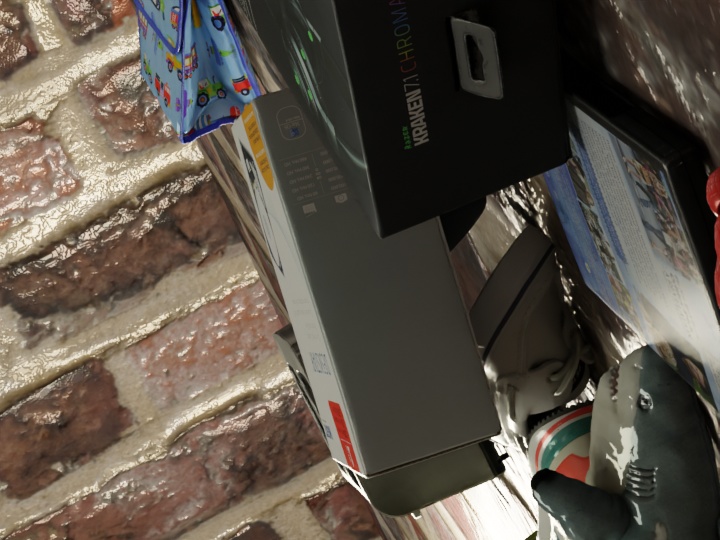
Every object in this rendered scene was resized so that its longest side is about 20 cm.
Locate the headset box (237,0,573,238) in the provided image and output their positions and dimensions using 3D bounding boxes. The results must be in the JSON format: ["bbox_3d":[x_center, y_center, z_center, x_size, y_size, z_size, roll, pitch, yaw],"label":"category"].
[{"bbox_3d":[0.004,-0.140,0.893,0.174,0.093,0.200,77,167,-47],"label":"headset box"}]

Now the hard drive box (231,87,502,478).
[{"bbox_3d":[0.000,0.000,1.157,0.156,0.077,0.201,163,90,-83],"label":"hard drive box"}]

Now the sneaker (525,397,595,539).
[{"bbox_3d":[0.145,0.163,1.223,0.200,0.070,0.094,73,174,-47],"label":"sneaker"}]

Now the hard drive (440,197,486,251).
[{"bbox_3d":[0.017,-0.116,1.214,0.135,0.042,0.200,57,171,40],"label":"hard drive"}]

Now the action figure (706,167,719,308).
[{"bbox_3d":[0.155,0.033,0.681,0.066,0.052,0.200,77,170,-47],"label":"action figure"}]

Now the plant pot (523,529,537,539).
[{"bbox_3d":[0.110,0.285,1.488,0.200,0.190,0.200,61,174,11],"label":"plant pot"}]

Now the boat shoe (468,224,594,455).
[{"bbox_3d":[0.094,0.047,1.188,0.066,0.072,0.200,30,150,14],"label":"boat shoe"}]

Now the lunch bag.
[{"bbox_3d":[-0.164,-0.249,2.068,0.151,0.094,0.201,-124,21,-53],"label":"lunch bag"}]

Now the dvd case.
[{"bbox_3d":[0.116,-0.019,0.918,0.143,0.018,0.200,67,174,-26],"label":"dvd case"}]

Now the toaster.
[{"bbox_3d":[0.020,0.095,1.767,0.201,0.118,0.181,63,173,-6],"label":"toaster"}]

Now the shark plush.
[{"bbox_3d":[0.156,0.135,0.998,0.091,0.083,0.201,-4,-114,-52],"label":"shark plush"}]
